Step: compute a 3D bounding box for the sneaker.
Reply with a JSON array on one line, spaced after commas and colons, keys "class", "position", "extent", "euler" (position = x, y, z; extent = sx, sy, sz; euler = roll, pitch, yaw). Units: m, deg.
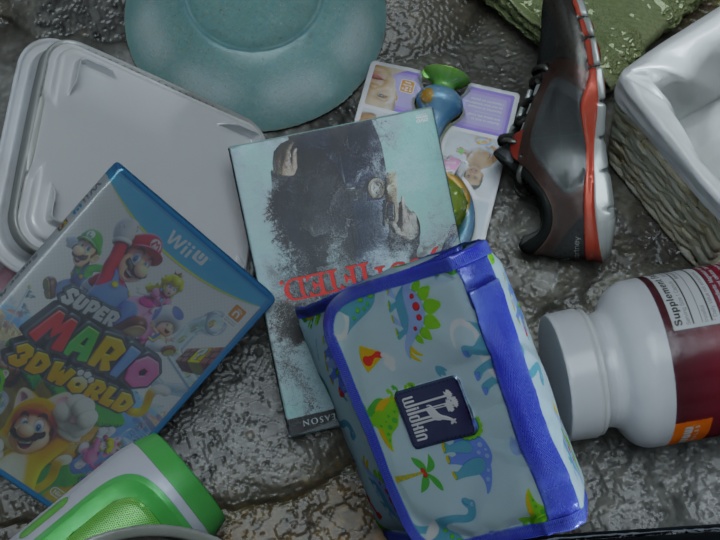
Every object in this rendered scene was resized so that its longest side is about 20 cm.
[{"class": "sneaker", "position": [0.132, -0.104, 1.047], "extent": [0.082, 0.077, 0.201], "euler": [-5, 85, 8]}]

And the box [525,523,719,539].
[{"class": "box", "position": [0.176, 0.266, 0.933], "extent": [0.158, 0.046, 0.201], "euler": [-3, 68, -2]}]

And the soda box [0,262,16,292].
[{"class": "soda box", "position": [-0.273, 0.067, 0.985], "extent": [0.063, 0.070, 0.200], "euler": [39, 73, 13]}]

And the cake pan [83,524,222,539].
[{"class": "cake pan", "position": [-0.136, 0.246, 0.888], "extent": [0.200, 0.037, 0.201], "euler": [-3, 97, -22]}]

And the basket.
[{"class": "basket", "position": [0.284, -0.109, 1.045], "extent": [0.200, 0.123, 0.136], "euler": [-31, 72, -14]}]

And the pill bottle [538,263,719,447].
[{"class": "pill bottle", "position": [0.225, 0.055, 0.984], "extent": [0.199, 0.113, 0.113], "euler": [-10, 69, -5]}]

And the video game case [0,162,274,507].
[{"class": "video game case", "position": [-0.169, 0.050, 0.948], "extent": [0.200, 0.018, 0.143], "euler": [-49, 119, -1]}]

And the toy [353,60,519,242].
[{"class": "toy", "position": [0.039, -0.059, 1.057], "extent": [0.115, 0.047, 0.201], "euler": [14, 68, 5]}]

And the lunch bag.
[{"class": "lunch bag", "position": [0.055, 0.075, 0.896], "extent": [0.127, 0.200, 0.171], "euler": [-23, 92, -22]}]

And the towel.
[{"class": "towel", "position": [0.158, -0.237, 1.138], "extent": [0.200, 0.037, 0.148], "euler": [42, 72, 15]}]

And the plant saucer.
[{"class": "plant saucer", "position": [-0.079, -0.202, 1.115], "extent": [0.200, 0.039, 0.202], "euler": [1, 68, -2]}]

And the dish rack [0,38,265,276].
[{"class": "dish rack", "position": [-0.143, -0.058, 0.994], "extent": [0.200, 0.043, 0.172], "euler": [21, 64, -33]}]

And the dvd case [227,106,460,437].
[{"class": "dvd case", "position": [0.000, 0.000, 1.009], "extent": [0.145, 0.022, 0.201], "euler": [-11, 92, -7]}]

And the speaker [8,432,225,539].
[{"class": "speaker", "position": [-0.183, 0.193, 0.928], "extent": [0.200, 0.088, 0.088], "euler": [-40, 75, -14]}]
